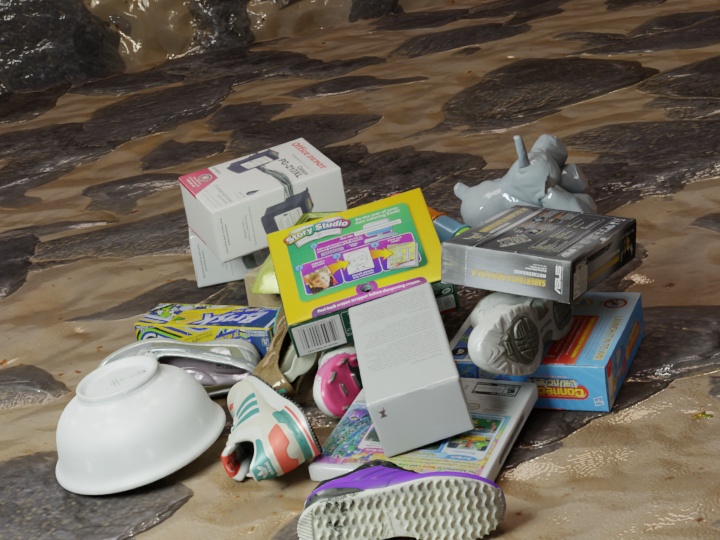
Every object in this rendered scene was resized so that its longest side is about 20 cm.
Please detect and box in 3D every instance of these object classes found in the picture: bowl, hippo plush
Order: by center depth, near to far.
[{"bbox_3d":[-0.256,0.156,1.602,0.198,0.091,0.202,-15,21,6],"label":"bowl"},{"bbox_3d":[0.229,-0.087,2.045,0.160,0.161,0.200,-33,-6,25],"label":"hippo plush"}]

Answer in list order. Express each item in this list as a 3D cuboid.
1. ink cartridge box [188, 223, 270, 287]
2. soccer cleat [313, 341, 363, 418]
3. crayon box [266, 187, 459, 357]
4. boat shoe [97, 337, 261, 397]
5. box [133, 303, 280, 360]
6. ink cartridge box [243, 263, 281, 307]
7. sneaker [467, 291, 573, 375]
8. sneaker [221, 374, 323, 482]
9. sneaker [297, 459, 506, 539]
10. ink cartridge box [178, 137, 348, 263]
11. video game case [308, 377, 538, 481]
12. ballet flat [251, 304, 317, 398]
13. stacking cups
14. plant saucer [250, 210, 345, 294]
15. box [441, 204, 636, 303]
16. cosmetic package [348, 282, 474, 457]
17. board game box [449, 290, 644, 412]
[{"bbox_3d":[-0.152,-0.054,2.139,0.197,0.087,0.148,-12,21,-3],"label":"ink cartridge box"},{"bbox_3d":[-0.019,0.119,1.686,0.086,0.070,0.200,-23,14,31],"label":"soccer cleat"},{"bbox_3d":[0.000,0.000,1.705,0.197,0.059,0.174,-16,40,-1],"label":"crayon box"},{"bbox_3d":[-0.218,0.124,1.729,0.199,0.076,0.065,-3,16,-3],"label":"boat shoe"},{"bbox_3d":[-0.181,0.085,1.822,0.197,0.065,0.070,0,22,25],"label":"box"},{"bbox_3d":[-0.027,0.019,1.912,0.198,0.076,0.164,8,25,39],"label":"ink cartridge box"},{"bbox_3d":[0.156,0.065,1.580,0.098,0.079,0.199,-3,12,33],"label":"sneaker"},{"bbox_3d":[-0.120,0.175,1.558,0.093,0.071,0.199,-32,22,-19],"label":"sneaker"},{"bbox_3d":[0.040,0.214,1.390,0.197,0.071,0.100,-6,19,6],"label":"sneaker"},{"bbox_3d":[-0.135,-0.102,2.030,0.198,0.085,0.145,-20,30,-19],"label":"ink cartridge box"},{"bbox_3d":[0.069,0.170,1.532,0.197,0.024,0.182,2,30,26],"label":"video game case"},{"bbox_3d":[-0.074,0.089,1.716,0.072,0.068,0.201,-24,22,31],"label":"ballet flat"},{"bbox_3d":[0.112,-0.039,1.796,0.060,0.061,0.199,-24,41,-34],"label":"stacking cups"},{"bbox_3d":[-0.025,-0.032,1.871,0.197,0.049,0.200,-2,22,17],"label":"plant saucer"},{"bbox_3d":[0.202,-0.022,1.623,0.157,0.049,0.199,8,18,29],"label":"box"},{"bbox_3d":[0.052,0.102,1.549,0.100,0.072,0.201,-18,28,3],"label":"cosmetic package"},{"bbox_3d":[0.210,0.088,1.661,0.193,0.057,0.200,1,23,23],"label":"board game box"}]
